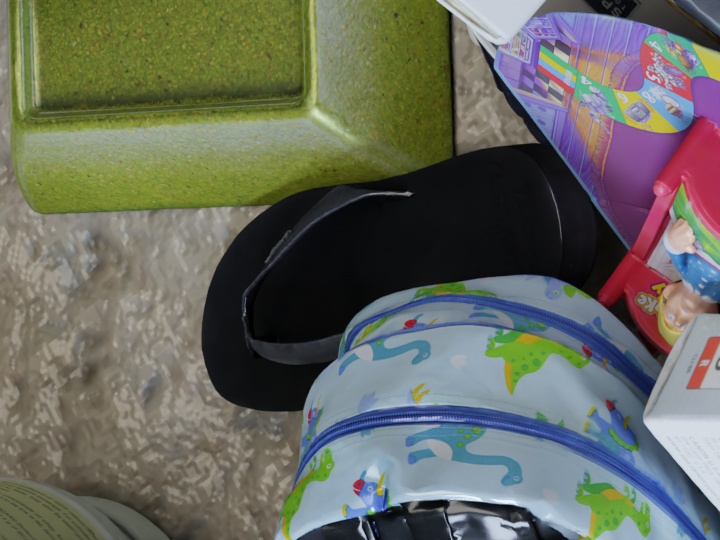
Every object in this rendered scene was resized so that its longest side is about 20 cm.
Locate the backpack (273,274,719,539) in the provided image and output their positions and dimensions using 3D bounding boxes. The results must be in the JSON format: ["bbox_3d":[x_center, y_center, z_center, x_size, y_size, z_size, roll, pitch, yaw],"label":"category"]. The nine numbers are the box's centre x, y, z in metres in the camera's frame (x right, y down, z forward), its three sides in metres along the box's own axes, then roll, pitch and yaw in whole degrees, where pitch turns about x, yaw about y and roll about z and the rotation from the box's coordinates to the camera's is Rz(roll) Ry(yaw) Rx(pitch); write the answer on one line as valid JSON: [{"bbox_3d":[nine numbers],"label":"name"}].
[{"bbox_3d":[0.053,0.096,0.917,0.163,0.200,0.154,-7,63,32],"label":"backpack"}]

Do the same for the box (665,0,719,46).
[{"bbox_3d":[0.159,-0.104,0.843,0.200,0.106,0.122,39,98,-4],"label":"box"}]

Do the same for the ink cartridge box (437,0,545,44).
[{"bbox_3d":[0.036,-0.162,0.768,0.083,0.200,0.147,38,101,-20],"label":"ink cartridge box"}]

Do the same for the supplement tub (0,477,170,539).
[{"bbox_3d":[-0.160,0.152,1.043,0.145,0.200,0.145,1,91,32],"label":"supplement tub"}]

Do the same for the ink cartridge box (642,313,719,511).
[{"bbox_3d":[0.203,0.075,0.824,0.200,0.162,0.050,-4,48,45],"label":"ink cartridge box"}]

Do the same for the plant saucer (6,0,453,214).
[{"bbox_3d":[-0.064,-0.124,1.068,0.200,0.048,0.200,-1,90,31],"label":"plant saucer"}]

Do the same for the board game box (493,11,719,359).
[{"bbox_3d":[0.115,0.003,0.879,0.158,0.200,0.039,16,62,51],"label":"board game box"}]

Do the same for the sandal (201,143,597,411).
[{"bbox_3d":[0.000,-0.001,1.010,0.200,0.043,0.076,-26,77,47],"label":"sandal"}]

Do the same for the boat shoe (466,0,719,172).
[{"bbox_3d":[0.046,-0.103,0.940,0.075,0.093,0.200,-41,95,-16],"label":"boat shoe"}]
